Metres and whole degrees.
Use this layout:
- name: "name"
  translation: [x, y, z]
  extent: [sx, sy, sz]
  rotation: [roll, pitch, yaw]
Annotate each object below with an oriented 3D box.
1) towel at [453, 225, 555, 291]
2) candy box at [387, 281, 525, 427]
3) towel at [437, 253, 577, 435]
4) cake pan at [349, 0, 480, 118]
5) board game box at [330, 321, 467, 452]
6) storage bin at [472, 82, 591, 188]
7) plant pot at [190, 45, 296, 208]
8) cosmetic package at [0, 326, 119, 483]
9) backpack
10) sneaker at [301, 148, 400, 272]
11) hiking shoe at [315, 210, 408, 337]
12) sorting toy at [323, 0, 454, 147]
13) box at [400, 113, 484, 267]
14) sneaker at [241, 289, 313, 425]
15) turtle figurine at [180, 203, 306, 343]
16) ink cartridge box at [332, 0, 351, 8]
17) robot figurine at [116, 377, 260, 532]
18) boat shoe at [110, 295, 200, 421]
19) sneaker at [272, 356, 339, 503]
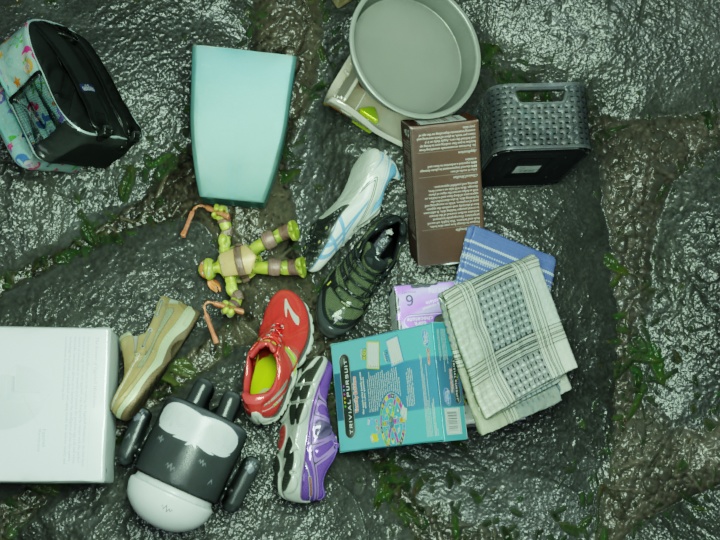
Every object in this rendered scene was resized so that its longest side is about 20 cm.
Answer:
- name: "towel"
  translation: [0.186, 0.050, 1.567]
  extent: [0.144, 0.024, 0.201]
  rotation: [20, 75, -16]
- name: "candy box"
  translation: [0.133, 0.118, 1.598]
  extent: [0.167, 0.072, 0.201]
  rotation: [-5, 80, -7]
- name: "towel"
  translation: [0.200, 0.096, 1.512]
  extent: [0.192, 0.034, 0.201]
  rotation: [-20, 94, -39]
- name: "cake pan"
  translation: [0.071, -0.302, 1.587]
  extent: [0.199, 0.037, 0.201]
  rotation: [5, 77, -21]
- name: "board game box"
  translation: [0.048, 0.158, 1.526]
  extent: [0.047, 0.199, 0.152]
  rotation: [4, 77, -42]
- name: "storage bin"
  translation: [0.230, -0.184, 1.595]
  extent: [0.134, 0.200, 0.094]
  rotation: [-2, 79, -6]
- name: "plant pot"
  translation: [-0.170, -0.192, 1.595]
  extent: [0.141, 0.141, 0.201]
  rotation: [6, 87, -4]
- name: "cosmetic package"
  translation: [-0.424, 0.179, 1.509]
  extent: [0.199, 0.123, 0.201]
  rotation: [1, 80, -4]
- name: "backpack"
  translation: [-0.411, -0.234, 1.557]
  extent: [0.150, 0.177, 0.201]
  rotation: [-28, 82, 21]
- name: "sneaker"
  translation: [-0.012, -0.077, 1.625]
  extent: [0.072, 0.072, 0.200]
  rotation: [37, 85, -27]
- name: "hiking shoe"
  translation: [0.000, 0.000, 1.592]
  extent: [0.076, 0.101, 0.201]
  rotation: [30, 79, 1]
- name: "sorting toy"
  translation: [0.059, -0.255, 1.651]
  extent: [0.180, 0.107, 0.201]
  rotation: [34, 69, -11]
- name: "box"
  translation: [0.116, -0.113, 1.600]
  extent: [0.100, 0.075, 0.201]
  rotation: [-6, 105, -7]
- name: "sneaker"
  translation: [-0.114, 0.108, 1.552]
  extent: [0.077, 0.085, 0.201]
  rotation: [3, 59, 13]
- name: "turtle figurine"
  translation: [-0.158, -0.004, 1.595]
  extent: [0.160, 0.064, 0.201]
  rotation: [-11, 74, 7]
- name: "ink cartridge box"
  translation: [-0.040, -0.491, 1.626]
  extent: [0.075, 0.200, 0.165]
  rotation: [-31, 85, -10]
- name: "robot figurine"
  translation: [-0.226, 0.246, 1.518]
  extent: [0.150, 0.125, 0.201]
  rotation: [14, 75, 39]
- name: "boat shoe"
  translation: [-0.291, 0.113, 1.533]
  extent: [0.076, 0.072, 0.200]
  rotation: [31, 44, -3]
- name: "sneaker"
  translation: [-0.066, 0.218, 1.573]
  extent: [0.083, 0.081, 0.201]
  rotation: [16, 76, -29]
